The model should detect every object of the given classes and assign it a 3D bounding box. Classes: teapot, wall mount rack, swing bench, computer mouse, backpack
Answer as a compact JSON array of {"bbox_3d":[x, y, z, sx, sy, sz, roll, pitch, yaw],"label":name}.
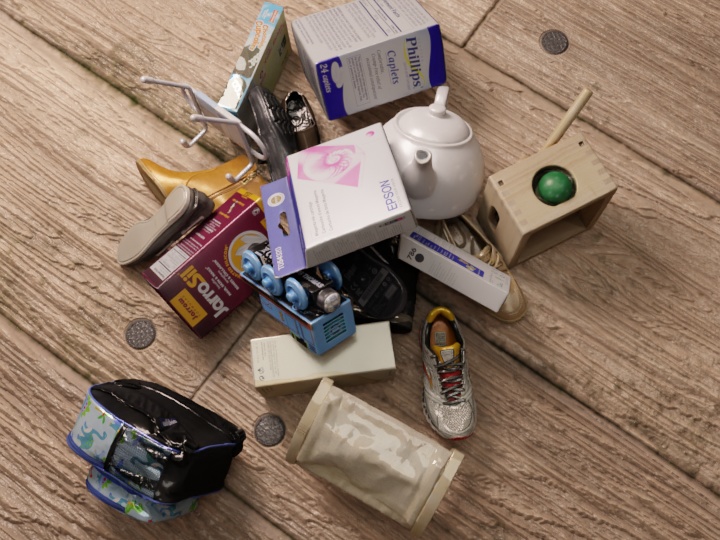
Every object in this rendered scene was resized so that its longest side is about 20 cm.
[{"bbox_3d":[0.102,-0.182,1.261,0.197,0.146,0.200,-14,41,-31],"label":"teapot"},{"bbox_3d":[-0.232,-0.220,1.246,0.200,0.174,0.075,37,73,26],"label":"wall mount rack"},{"bbox_3d":[0.019,0.248,1.116,0.198,0.200,0.130,28,84,10],"label":"swing bench"},{"bbox_3d":[0.005,-0.032,1.206,0.200,0.046,0.141,36,106,18],"label":"computer mouse"},{"bbox_3d":[-0.291,0.242,1.145,0.200,0.183,0.147,27,95,19],"label":"backpack"}]

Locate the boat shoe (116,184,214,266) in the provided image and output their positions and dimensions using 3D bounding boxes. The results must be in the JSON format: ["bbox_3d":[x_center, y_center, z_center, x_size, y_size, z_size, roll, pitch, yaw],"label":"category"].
[{"bbox_3d":[-0.296,-0.057,1.273,0.200,0.057,0.067,-34,52,34],"label":"boat shoe"}]

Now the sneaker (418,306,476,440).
[{"bbox_3d":[0.119,0.145,1.209,0.078,0.082,0.201,-10,65,-2],"label":"sneaker"}]

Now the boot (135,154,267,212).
[{"bbox_3d":[-0.242,-0.141,1.334,0.201,0.071,0.144,43,71,10],"label":"boot"}]

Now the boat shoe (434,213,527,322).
[{"bbox_3d":[0.180,-0.008,1.276,0.071,0.065,0.200,-36,75,-10],"label":"boat shoe"}]

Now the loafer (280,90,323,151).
[{"bbox_3d":[-0.096,-0.198,1.341,0.073,0.071,0.201,-16,72,-4],"label":"loafer"}]

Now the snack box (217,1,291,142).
[{"bbox_3d":[-0.167,-0.314,1.357,0.037,0.116,0.201,18,73,8],"label":"snack box"}]

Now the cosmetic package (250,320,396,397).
[{"bbox_3d":[-0.052,0.129,1.216,0.199,0.104,0.073,-7,74,0],"label":"cosmetic package"}]

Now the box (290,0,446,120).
[{"bbox_3d":[0.011,-0.345,1.329,0.199,0.105,0.184,-19,39,-4],"label":"box"}]

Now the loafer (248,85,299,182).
[{"bbox_3d":[-0.131,-0.185,1.292,0.070,0.068,0.201,-25,85,23],"label":"loafer"}]

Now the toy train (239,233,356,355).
[{"bbox_3d":[-0.091,0.029,1.164,0.087,0.115,0.200,-30,38,-28],"label":"toy train"}]

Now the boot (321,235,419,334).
[{"bbox_3d":[0.000,0.000,1.274,0.199,0.073,0.151,16,72,7],"label":"boot"}]

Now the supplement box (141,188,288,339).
[{"bbox_3d":[-0.205,-0.012,1.250,0.200,0.086,0.110,-43,120,-12],"label":"supplement box"}]

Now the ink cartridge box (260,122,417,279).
[{"bbox_3d":[-0.041,-0.099,1.137,0.199,0.043,0.197,-20,46,4],"label":"ink cartridge box"}]

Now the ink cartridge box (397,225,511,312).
[{"bbox_3d":[0.120,-0.014,1.204,0.200,0.099,0.039,31,107,5],"label":"ink cartridge box"}]

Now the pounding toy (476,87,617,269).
[{"bbox_3d":[0.275,-0.130,1.244,0.184,0.200,0.142,-26,73,-7],"label":"pounding toy"}]
